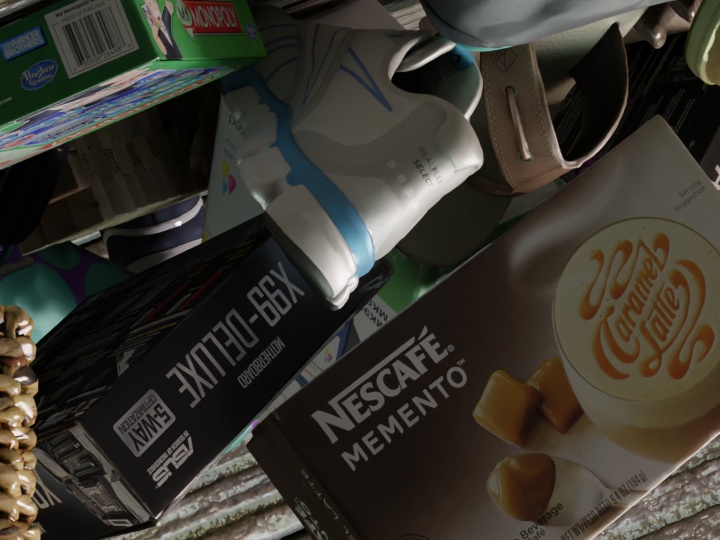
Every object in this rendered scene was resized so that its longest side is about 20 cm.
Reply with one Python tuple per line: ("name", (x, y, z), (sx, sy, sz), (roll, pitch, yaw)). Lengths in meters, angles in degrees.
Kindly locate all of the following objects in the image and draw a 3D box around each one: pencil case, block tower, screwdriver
("pencil case", (-0.139, 0.028, 0.990), (0.085, 0.093, 0.200), (-22, 146, 35))
("block tower", (-0.111, -0.056, 0.965), (0.058, 0.054, 0.200), (-19, -177, 28))
("screwdriver", (-0.182, 0.009, 0.883), (0.200, 0.029, 0.028), (-53, 178, 30))

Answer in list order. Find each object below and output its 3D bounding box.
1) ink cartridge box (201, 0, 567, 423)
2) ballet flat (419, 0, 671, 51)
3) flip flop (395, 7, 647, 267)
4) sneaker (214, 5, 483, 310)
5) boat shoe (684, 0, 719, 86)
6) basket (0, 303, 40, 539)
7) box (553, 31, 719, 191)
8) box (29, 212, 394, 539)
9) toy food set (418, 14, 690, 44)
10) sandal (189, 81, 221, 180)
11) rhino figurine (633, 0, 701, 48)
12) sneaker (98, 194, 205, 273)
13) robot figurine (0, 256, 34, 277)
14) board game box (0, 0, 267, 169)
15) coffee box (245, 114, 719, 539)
("ink cartridge box", (0.000, 0.000, 0.902), (0.087, 0.145, 0.201), (-26, 148, -30))
("ballet flat", (0.112, -0.124, 0.621), (0.199, 0.074, 0.073), (-16, -178, 1))
("flip flop", (0.073, -0.073, 0.717), (0.081, 0.058, 0.200), (8, 131, -44))
("sneaker", (0.000, -0.057, 0.686), (0.086, 0.075, 0.200), (-33, -153, 4))
("boat shoe", (0.202, -0.128, 0.691), (0.201, 0.063, 0.073), (-43, 161, 18))
("basket", (-0.206, 0.104, 0.651), (0.142, 0.150, 0.200), (11, 152, -34))
("box", (0.123, -0.030, 0.956), (0.160, 0.043, 0.201), (0, -125, 58))
("box", (-0.099, 0.050, 0.786), (0.200, 0.050, 0.158), (-23, -162, 49))
("toy food set", (0.124, -0.150, 0.993), (0.143, 0.061, 0.200), (-10, -170, 22))
("sandal", (-0.025, -0.075, 0.986), (0.054, 0.082, 0.200), (16, -172, 17))
("rhino figurine", (0.148, -0.146, 0.783), (0.087, 0.060, 0.200), (-41, -177, -3))
("sneaker", (-0.125, -0.027, 1.138), (0.070, 0.109, 0.200), (-21, -178, -9))
("robot figurine", (-0.233, 0.032, 0.804), (0.199, 0.113, 0.170), (-20, -167, 24))
("board game box", (-0.139, -0.044, 0.627), (0.199, 0.029, 0.135), (-21, -177, 12))
("coffee box", (0.068, 0.048, 0.758), (0.200, 0.115, 0.080), (-36, 176, -17))
